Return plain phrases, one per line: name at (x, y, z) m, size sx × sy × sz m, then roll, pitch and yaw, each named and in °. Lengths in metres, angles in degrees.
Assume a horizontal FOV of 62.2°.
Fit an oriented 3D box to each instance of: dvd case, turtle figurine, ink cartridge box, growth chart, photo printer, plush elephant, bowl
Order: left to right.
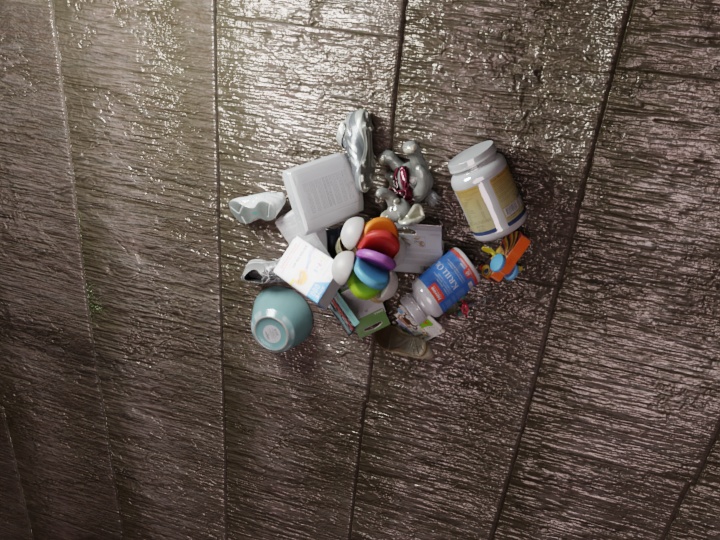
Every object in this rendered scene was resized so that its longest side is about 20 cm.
bowl at (-0.249, 0.161, 1.783) m, size 0.194 × 0.105 × 0.208 m, roll 6°, pitch 115°, yaw 13°
ink cartridge box at (-0.142, -0.005, 1.550) m, size 0.197 × 0.068 × 0.117 m, roll 32°, pitch 85°, yaw 25°
ink cartridge box at (-0.134, -0.077, 1.630) m, size 0.202 × 0.050 × 0.159 m, roll 55°, pitch 148°, yaw -15°
photo printer at (-0.087, -0.202, 1.527) m, size 0.069 × 0.196 × 0.172 m, roll 0°, pitch 112°, yaw 62°
dvd case at (-0.059, 0.106, 1.649) m, size 0.022 × 0.200 × 0.148 m, roll -34°, pitch 81°, yaw -13°
ink cartridge box at (0.007, 0.089, 1.665) m, size 0.101 × 0.060 × 0.203 m, roll -25°, pitch 133°, yaw -2°
plush elephant at (0.102, -0.191, 1.476) m, size 0.201 × 0.156 × 0.163 m, roll 49°, pitch 159°, yaw -26°
ink cartridge box at (0.123, -0.070, 1.570) m, size 0.193 × 0.044 × 0.177 m, roll 5°, pitch 135°, yaw 13°
growth chart at (0.155, 0.150, 1.658) m, size 0.143 × 0.018 × 0.200 m, roll 38°, pitch 154°, yaw 1°
turtle figurine at (0.226, 0.079, 1.616) m, size 0.197 × 0.101 × 0.152 m, roll -26°, pitch 100°, yaw 33°

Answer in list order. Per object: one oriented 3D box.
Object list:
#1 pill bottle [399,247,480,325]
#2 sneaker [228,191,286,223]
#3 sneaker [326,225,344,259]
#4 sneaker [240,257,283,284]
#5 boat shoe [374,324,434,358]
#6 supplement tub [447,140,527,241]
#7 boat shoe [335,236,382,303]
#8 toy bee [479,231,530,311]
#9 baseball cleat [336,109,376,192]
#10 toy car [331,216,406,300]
pill bottle at (0.200, 0.045, 1.520) m, size 0.199 × 0.112 × 0.113 m, roll -40°, pitch 102°, yaw -2°
sneaker at (-0.285, -0.179, 1.658) m, size 0.195 × 0.080 × 0.072 m, roll 4°, pitch 126°, yaw 36°
sneaker at (-0.025, -0.027, 1.645) m, size 0.142 × 0.077 × 0.207 m, roll -16°, pitch 108°, yaw 25°
sneaker at (-0.254, 0.013, 1.719) m, size 0.194 × 0.083 × 0.077 m, roll -4°, pitch 118°, yaw 24°
boat shoe at (0.122, 0.208, 1.697) m, size 0.196 × 0.074 × 0.064 m, roll 13°, pitch 166°, yaw 43°
supplement tub at (0.303, -0.191, 1.436) m, size 0.141 × 0.145 × 0.204 m, roll -21°, pitch 108°, yaw 23°
boat shoe at (0.000, 0.000, 1.547) m, size 0.073 × 0.063 × 0.201 m, roll -39°, pitch 88°, yaw -2°
toy bee at (0.348, -0.016, 1.538) m, size 0.199 × 0.109 × 0.132 m, roll -42°, pitch 116°, yaw -3°
baseball cleat at (-0.011, -0.296, 1.501) m, size 0.104 × 0.069 × 0.208 m, roll 0°, pitch 85°, yaw 37°
toy car at (0.035, -0.033, 1.442) m, size 0.171 × 0.206 × 0.149 m, roll 22°, pitch 163°, yaw -19°
